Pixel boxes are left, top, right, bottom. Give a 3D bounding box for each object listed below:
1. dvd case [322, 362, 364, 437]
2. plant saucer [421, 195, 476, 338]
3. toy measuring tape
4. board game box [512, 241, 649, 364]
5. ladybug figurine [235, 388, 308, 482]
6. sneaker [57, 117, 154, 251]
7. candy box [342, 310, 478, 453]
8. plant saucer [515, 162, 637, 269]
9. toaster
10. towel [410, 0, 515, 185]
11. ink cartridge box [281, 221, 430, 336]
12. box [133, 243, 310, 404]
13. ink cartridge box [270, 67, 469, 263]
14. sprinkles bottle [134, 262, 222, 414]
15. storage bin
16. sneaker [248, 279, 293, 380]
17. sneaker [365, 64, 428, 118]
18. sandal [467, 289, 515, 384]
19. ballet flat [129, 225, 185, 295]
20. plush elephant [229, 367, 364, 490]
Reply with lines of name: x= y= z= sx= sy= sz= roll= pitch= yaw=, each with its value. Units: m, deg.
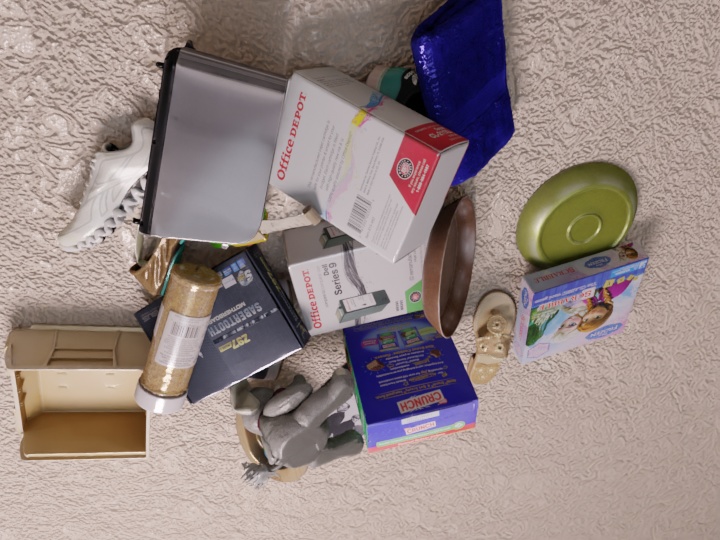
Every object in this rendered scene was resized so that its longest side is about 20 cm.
dvd case: x=-0.017 y=0.248 z=1.120 sx=0.150 sy=0.025 sz=0.200 roll=30 pitch=115 yaw=-31
plant saucer: x=0.124 y=-0.006 z=0.867 sx=0.034 sy=0.200 sz=0.201 roll=8 pitch=133 yaw=22
toy measuring tape: x=-0.126 y=-0.073 z=0.784 sx=0.200 sy=0.074 sz=0.074 roll=-9 pitch=137 yaw=34
board game box: x=0.359 y=0.060 z=1.027 sx=0.199 sy=0.041 sz=0.200 roll=-17 pitch=139 yaw=-6
ladybug figurine: x=-0.143 y=0.282 z=1.066 sx=0.135 sy=0.072 sz=0.201 roll=7 pitch=122 yaw=19
sneaker: x=-0.300 y=-0.103 z=0.746 sx=0.200 sy=0.075 sz=0.081 roll=-40 pitch=119 yaw=8
candy box: x=0.071 y=0.165 z=0.961 sx=0.169 sy=0.200 sz=0.077 roll=-11 pitch=130 yaw=-5
plant saucer: x=0.340 y=-0.071 z=0.953 sx=0.199 sy=0.031 sz=0.200 roll=-7 pitch=129 yaw=-8
toaster: x=-0.148 y=-0.133 z=0.634 sx=0.118 sy=0.181 sz=0.201 roll=10 pitch=101 yaw=-12
towel: x=0.131 y=-0.215 z=0.727 sx=0.148 sy=0.049 sz=0.200 roll=-49 pitch=137 yaw=-27
ink cartridge box: x=0.000 y=0.000 z=0.888 sx=0.199 sy=0.084 sz=0.146 roll=-14 pitch=130 yaw=-3
box: x=-0.194 y=0.078 z=0.871 sx=0.200 sy=0.051 sz=0.158 roll=-27 pitch=99 yaw=14
ink cartridge box: x=0.002 y=-0.128 z=0.717 sx=0.083 sy=0.200 sz=0.146 roll=-32 pitch=150 yaw=-50
sprinkles bottle: x=-0.243 y=0.091 z=0.820 sx=0.068 sy=0.068 sz=0.200 roll=14 pitch=108 yaw=-24
storage bin: x=-0.416 y=0.185 z=0.925 sx=0.198 sy=0.094 sz=0.200 roll=3 pitch=127 yaw=-17
sneaker: x=-0.166 y=0.095 z=0.932 sx=0.108 sy=0.070 sz=0.200 roll=3 pitch=130 yaw=-19
sneaker: x=0.056 y=-0.152 z=0.771 sx=0.071 sy=0.080 sz=0.200 roll=-42 pitch=139 yaw=-34
sandal: x=0.234 y=0.136 z=1.064 sx=0.077 sy=0.070 sz=0.212 roll=-5 pitch=129 yaw=-11
ballet flat: x=-0.252 y=-0.053 z=0.806 sx=0.072 sy=0.068 sz=0.200 roll=31 pitch=121 yaw=-11
plush elephant: x=-0.111 y=0.218 z=0.921 sx=0.200 sy=0.155 sz=0.165 roll=-29 pitch=129 yaw=-18
